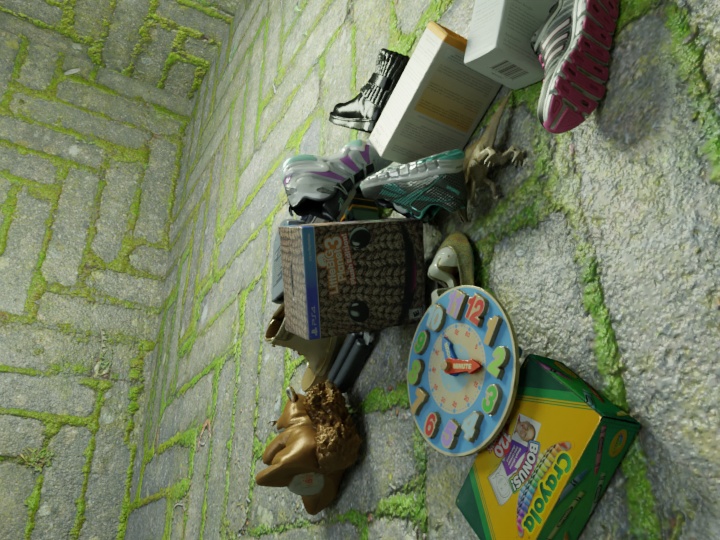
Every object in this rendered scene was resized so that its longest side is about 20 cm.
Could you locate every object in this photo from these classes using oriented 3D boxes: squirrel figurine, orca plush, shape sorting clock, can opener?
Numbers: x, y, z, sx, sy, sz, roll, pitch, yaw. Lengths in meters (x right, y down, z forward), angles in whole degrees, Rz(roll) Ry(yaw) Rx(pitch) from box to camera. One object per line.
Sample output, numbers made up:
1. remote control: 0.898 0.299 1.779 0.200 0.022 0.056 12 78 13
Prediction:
1. squirrel figurine: -0.081 0.281 1.051 0.200 0.141 0.187 -45 27 22
2. orca plush: 0.063 -0.110 1.005 0.200 0.105 0.071 22 136 43
3. shape sorting clock: 0.113 0.116 0.713 0.200 0.039 0.201 -36 46 48
4. can opener: -0.013 0.125 1.046 0.201 0.066 0.053 -67 29 25

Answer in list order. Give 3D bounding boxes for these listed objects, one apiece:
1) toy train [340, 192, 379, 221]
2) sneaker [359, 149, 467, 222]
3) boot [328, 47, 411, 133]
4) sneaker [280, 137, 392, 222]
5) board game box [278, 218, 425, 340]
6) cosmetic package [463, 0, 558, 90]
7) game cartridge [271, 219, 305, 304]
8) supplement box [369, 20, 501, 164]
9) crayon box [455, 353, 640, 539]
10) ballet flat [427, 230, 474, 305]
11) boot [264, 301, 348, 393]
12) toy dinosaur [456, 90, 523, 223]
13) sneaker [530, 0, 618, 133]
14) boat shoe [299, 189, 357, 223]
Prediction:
1. toy train: -0.038 -0.087 1.179 0.200 0.085 0.114 -48 47 42
2. sneaker: 0.076 -0.112 0.880 0.200 0.077 0.092 -3 107 52
3. boot: 0.020 -0.356 1.195 0.211 0.079 0.159 28 109 51
4. sneaker: -0.027 -0.132 0.983 0.078 0.199 0.141 65 -168 -60
5. board game box: -0.011 0.006 0.907 0.097 0.199 0.160 9 104 62
6. cosmetic package: 0.215 -0.366 0.819 0.074 0.101 0.201 -2 74 60
7. game cartridge: -0.128 -0.017 1.057 0.200 0.041 0.134 149 128 -72
8. supplement box: 0.117 -0.254 0.918 0.201 0.125 0.074 -59 32 26
9. crayon box: 0.187 0.206 0.629 0.201 0.058 0.119 -68 28 13
10. ballet flat: 0.125 0.024 0.831 0.071 0.070 0.201 -41 43 47
11. boot: -0.108 0.144 1.107 0.200 0.155 0.073 -59 32 29
12. toy dinosaur: 0.174 -0.160 0.838 0.101 0.058 0.201 42 114 61
13. sneaker: 0.249 -0.256 0.733 0.087 0.073 0.201 2 74 62
14. boat shoe: -0.086 -0.114 1.112 0.093 0.075 0.200 45 118 21
